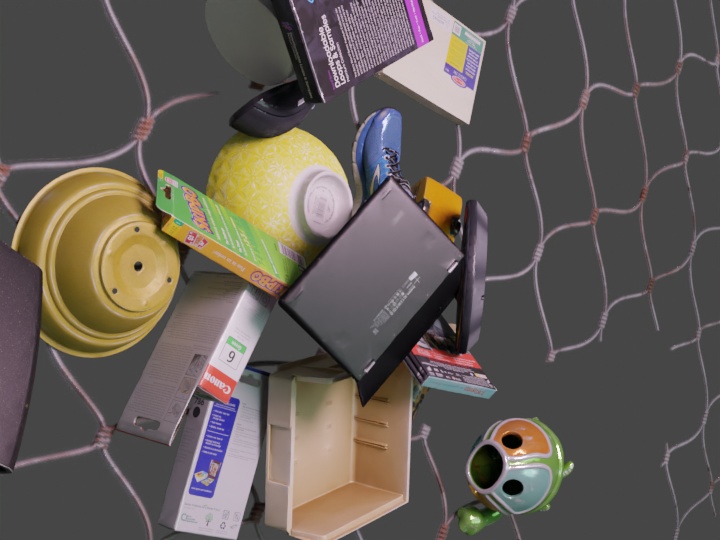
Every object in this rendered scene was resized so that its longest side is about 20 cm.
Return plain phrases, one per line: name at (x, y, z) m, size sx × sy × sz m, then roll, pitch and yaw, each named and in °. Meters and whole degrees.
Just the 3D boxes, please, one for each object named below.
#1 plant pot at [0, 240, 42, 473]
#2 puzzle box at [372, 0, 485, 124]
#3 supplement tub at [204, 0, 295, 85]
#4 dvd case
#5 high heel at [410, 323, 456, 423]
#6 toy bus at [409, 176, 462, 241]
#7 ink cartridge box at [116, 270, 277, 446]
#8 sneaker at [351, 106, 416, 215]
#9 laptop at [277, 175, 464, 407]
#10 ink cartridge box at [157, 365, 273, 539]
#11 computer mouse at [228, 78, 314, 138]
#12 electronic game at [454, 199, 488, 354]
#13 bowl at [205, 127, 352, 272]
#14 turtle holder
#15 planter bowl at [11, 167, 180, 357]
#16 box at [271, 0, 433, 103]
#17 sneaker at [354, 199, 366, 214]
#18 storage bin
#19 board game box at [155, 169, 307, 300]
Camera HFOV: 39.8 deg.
plant pot at (-0.382, 0.047, 0.824) m, size 0.199 × 0.199 × 0.178 m, roll 42°, pitch 54°, yaw -39°
puzzle box at (0.100, -0.301, 1.405) m, size 0.200 × 0.025 × 0.134 m, roll 22°, pitch 77°, yaw -45°
supplement tub at (-0.069, -0.319, 1.143) m, size 0.200 × 0.145 × 0.146 m, roll -50°, pitch 126°, yaw -32°
dvd case at (0.081, 0.084, 1.313) m, size 0.146 × 0.200 × 0.022 m, roll 16°, pitch 121°, yaw -46°
high heel at (0.084, 0.158, 1.406) m, size 0.200 × 0.071 × 0.143 m, roll -21°, pitch 119°, yaw -45°
toy bus at (0.079, -0.028, 1.332) m, size 0.065 × 0.078 × 0.201 m, roll 30°, pitch 57°, yaw -20°
ink cartridge box at (-0.178, 0.099, 1.088) m, size 0.050 × 0.109 × 0.201 m, roll 40°, pitch 66°, yaw -39°
sneaker at (0.039, -0.114, 1.310) m, size 0.078 × 0.089 × 0.201 m, roll 5°, pitch 89°, yaw -47°
laptop at (0.018, 0.030, 1.127) m, size 0.200 × 0.116 × 0.187 m, roll 46°, pitch 75°, yaw -18°
ink cartridge box at (-0.163, 0.207, 1.163) m, size 0.099 × 0.039 × 0.201 m, roll 27°, pitch 75°, yaw -45°
computer mouse at (-0.054, -0.204, 1.143) m, size 0.046 × 0.140 × 0.200 m, roll 58°, pitch 36°, yaw -3°
electronic game at (0.138, 0.008, 1.291) m, size 0.200 × 0.041 × 0.201 m, roll 4°, pitch 90°, yaw -86°
bowl at (-0.074, -0.077, 1.184) m, size 0.200 × 0.107 × 0.201 m, roll -5°, pitch 97°, yaw -45°
turtle holder at (0.214, 0.305, 1.508) m, size 0.131 × 0.185 × 0.142 m, roll 9°, pitch 54°, yaw -46°
planter bowl at (-0.248, -0.006, 1.026) m, size 0.200 × 0.083 × 0.202 m, roll -4°, pitch 95°, yaw -46°
box at (-0.008, -0.284, 1.080) m, size 0.200 × 0.036 × 0.144 m, roll -38°, pitch 119°, yaw -39°
sneaker at (0.000, 0.000, 1.212) m, size 0.074 × 0.200 × 0.081 m, roll 31°, pitch 59°, yaw 3°
storage bin at (-0.026, 0.208, 1.236) m, size 0.198 × 0.093 × 0.201 m, roll -9°, pitch 104°, yaw -56°
board game box at (-0.138, -0.032, 1.069) m, size 0.200 × 0.096 × 0.030 m, roll 35°, pitch 109°, yaw -25°
